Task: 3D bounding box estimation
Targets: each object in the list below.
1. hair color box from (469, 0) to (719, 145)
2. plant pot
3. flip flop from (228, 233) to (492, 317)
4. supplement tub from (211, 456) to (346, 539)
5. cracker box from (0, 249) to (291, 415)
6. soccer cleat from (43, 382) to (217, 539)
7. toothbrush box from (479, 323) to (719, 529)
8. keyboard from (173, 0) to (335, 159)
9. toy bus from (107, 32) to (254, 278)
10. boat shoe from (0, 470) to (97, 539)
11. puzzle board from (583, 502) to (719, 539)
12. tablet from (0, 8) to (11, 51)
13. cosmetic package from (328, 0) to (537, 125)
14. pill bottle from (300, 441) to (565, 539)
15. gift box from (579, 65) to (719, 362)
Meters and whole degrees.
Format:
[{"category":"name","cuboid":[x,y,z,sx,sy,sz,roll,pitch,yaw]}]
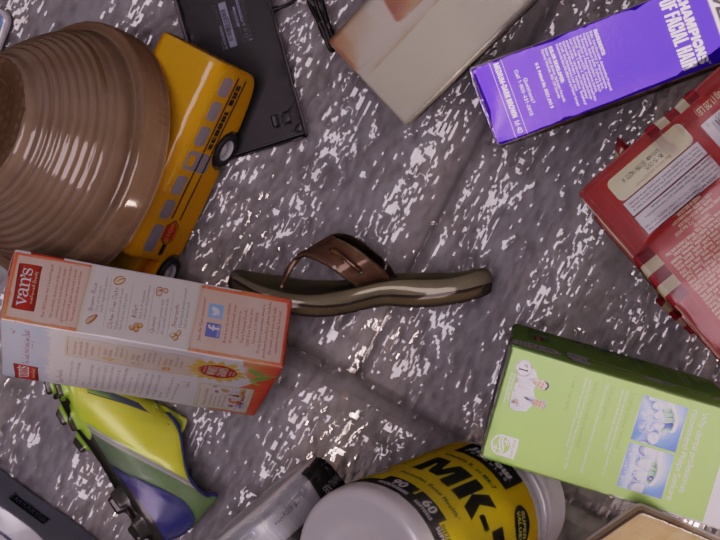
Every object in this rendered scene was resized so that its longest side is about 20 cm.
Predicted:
[{"category":"hair color box","cuboid":[0.183,-0.150,0.997,0.199,0.109,0.065,-21,92,9]},{"category":"plant pot","cuboid":[-0.240,-0.095,1.013,0.200,0.093,0.202,-12,71,39]},{"category":"flip flop","cuboid":[0.000,0.000,1.046,0.199,0.081,0.058,-2,99,3]},{"category":"supplement tub","cuboid":[-0.015,0.252,1.047,0.122,0.123,0.200,-39,88,8]},{"category":"cracker box","cuboid":[-0.161,0.049,1.016,0.199,0.134,0.058,10,68,-11]},{"category":"soccer cleat","cuboid":[-0.186,0.120,1.099,0.083,0.065,0.201,-30,86,-21]},{"category":"toothbrush box","cuboid":[0.193,0.111,0.997,0.199,0.146,0.087,15,95,5]},{"category":"keyboard","cuboid":[-0.078,-0.197,1.071,0.126,0.021,0.201,-15,94,15]},{"category":"toy bus","cuboid":[-0.154,-0.073,1.054,0.065,0.078,0.201,29,98,20]},{"category":"boat shoe","cuboid":[-0.265,0.229,1.109,0.200,0.074,0.065,37,103,13]},{"category":"puzzle board","cuboid":[0.184,0.238,1.000,0.150,0.017,0.200,25,130,-28]},{"category":"tablet","cuboid":[-0.372,-0.137,1.116,0.130,0.014,0.201,23,96,5]},{"category":"cosmetic package","cuboid":[0.082,-0.209,0.985,0.087,0.103,0.200,47,112,-1]},{"category":"pill bottle","cuboid":[0.058,0.186,0.984,0.114,0.200,0.115,6,100,35]},{"category":"gift box","cuboid":[0.266,-0.050,0.958,0.184,0.187,0.200,-37,75,10]}]
